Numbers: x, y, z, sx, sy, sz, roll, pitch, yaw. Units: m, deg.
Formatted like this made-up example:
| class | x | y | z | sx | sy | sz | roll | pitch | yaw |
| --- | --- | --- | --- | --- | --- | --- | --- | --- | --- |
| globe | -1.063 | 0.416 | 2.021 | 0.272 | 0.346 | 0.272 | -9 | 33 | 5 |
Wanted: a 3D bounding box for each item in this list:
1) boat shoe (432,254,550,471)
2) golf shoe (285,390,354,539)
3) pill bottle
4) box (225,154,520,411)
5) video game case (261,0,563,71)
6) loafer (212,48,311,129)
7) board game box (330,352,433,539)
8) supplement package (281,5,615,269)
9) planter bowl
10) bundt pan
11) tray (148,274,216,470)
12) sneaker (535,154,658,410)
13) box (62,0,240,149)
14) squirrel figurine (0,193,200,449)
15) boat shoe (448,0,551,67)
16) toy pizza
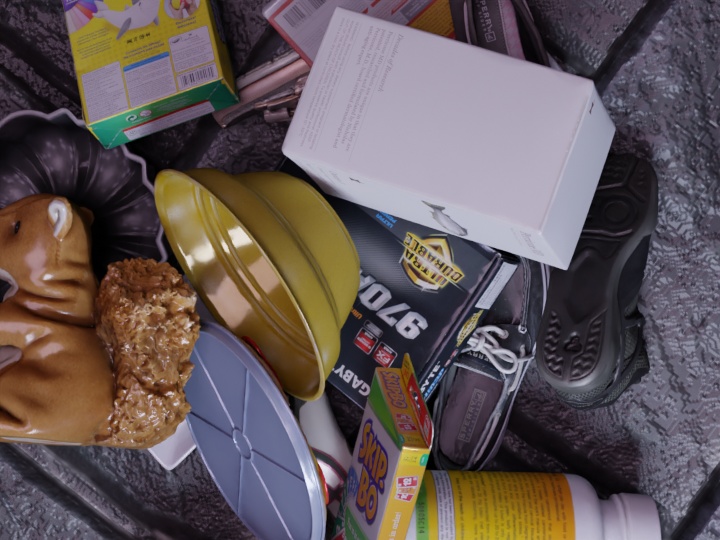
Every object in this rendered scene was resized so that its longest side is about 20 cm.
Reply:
| class | x | y | z | sx | sy | sz | roll | pitch | yaw |
| --- | --- | --- | --- | --- | --- | --- | --- | --- | --- |
| boat shoe | 0.094 | 0.062 | 1.662 | 0.073 | 0.068 | 0.200 | 22 | 98 | 11 |
| golf shoe | -0.010 | 0.167 | 1.699 | 0.088 | 0.077 | 0.201 | -15 | 96 | -1 |
| pill bottle | 0.119 | 0.207 | 1.626 | 0.199 | 0.111 | 0.112 | 2 | 93 | -6 |
| box | 0.000 | 0.000 | 1.648 | 0.200 | 0.046 | 0.159 | 39 | 101 | 24 |
| video game case | 0.043 | -0.170 | 1.644 | 0.143 | 0.017 | 0.200 | -41 | 107 | 8 |
| loafer | -0.023 | -0.153 | 1.682 | 0.200 | 0.072 | 0.063 | -28 | 93 | 10 |
| board game box | 0.013 | 0.165 | 1.575 | 0.030 | 0.096 | 0.201 | 6 | 121 | -18 |
| supplement package | 0.066 | -0.093 | 1.546 | 0.199 | 0.117 | 0.118 | 18 | 82 | 18 |
| planter bowl | -0.059 | -0.009 | 1.581 | 0.083 | 0.200 | 0.201 | -35 | 84 | -19 |
| bundt pan | -0.237 | -0.029 | 1.733 | 0.201 | 0.076 | 0.203 | 1 | 93 | 14 |
| tray | -0.117 | 0.056 | 1.736 | 0.200 | 0.022 | 0.107 | -43 | 82 | 12 |
| sneaker | 0.184 | 0.016 | 1.642 | 0.076 | 0.114 | 0.200 | 6 | 67 | 18 |
| box | -0.171 | -0.204 | 1.689 | 0.117 | 0.048 | 0.201 | -18 | 64 | 8 |
| squirrel figurine | -0.211 | 0.037 | 1.636 | 0.199 | 0.142 | 0.187 | 3 | 82 | 10 |
| boat shoe | 0.113 | -0.139 | 1.621 | 0.067 | 0.057 | 0.201 | -20 | 109 | 1 |
| toy pizza | -0.077 | 0.126 | 1.646 | 0.032 | 0.200 | 0.201 | -26 | 86 | -25 |
